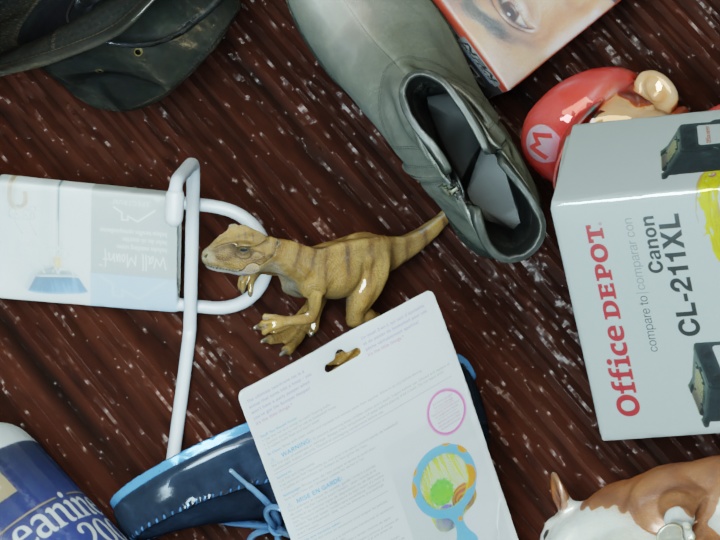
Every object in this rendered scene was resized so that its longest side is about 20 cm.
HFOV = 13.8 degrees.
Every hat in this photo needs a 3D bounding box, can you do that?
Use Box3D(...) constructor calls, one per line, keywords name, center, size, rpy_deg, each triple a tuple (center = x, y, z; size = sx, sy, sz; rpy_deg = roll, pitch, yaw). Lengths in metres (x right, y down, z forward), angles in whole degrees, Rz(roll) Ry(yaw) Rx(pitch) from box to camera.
Box3D(name="hat", center=(-0.123, -0.135, 1.597), size=(0.200, 0.200, 0.081), rpy_deg=(-40, 116, -9))

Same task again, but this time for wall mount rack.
Box3D(name="wall mount rack", center=(-0.149, 0.023, 1.560), size=(0.198, 0.075, 0.175), rpy_deg=(5, 109, 7))

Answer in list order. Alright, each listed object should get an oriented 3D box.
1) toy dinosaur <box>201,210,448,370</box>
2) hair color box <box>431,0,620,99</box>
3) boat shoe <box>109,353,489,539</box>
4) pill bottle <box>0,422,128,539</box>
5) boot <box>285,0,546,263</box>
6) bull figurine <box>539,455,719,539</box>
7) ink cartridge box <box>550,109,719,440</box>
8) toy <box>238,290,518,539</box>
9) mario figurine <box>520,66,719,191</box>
Box3D(name="toy dinosaur", center=(0.000, 0.000, 1.547), size=(0.060, 0.199, 0.107), rpy_deg=(40, 123, 28))
Box3D(name="hair color box", center=(0.116, -0.197, 1.597), size=(0.200, 0.064, 0.111), rpy_deg=(-40, 95, -8))
Box3D(name="boat shoe", center=(-0.027, 0.103, 1.512), size=(0.199, 0.084, 0.069), rpy_deg=(-21, 82, -4))
Box3D(name="pill bottle", center=(-0.180, 0.148, 1.492), size=(0.111, 0.111, 0.200), rpy_deg=(-42, 74, -10))
Box3D(name="boot", center=(0.033, -0.091, 1.494), size=(0.068, 0.131, 0.200), rpy_deg=(-37, 87, 0))
Box3D(name="bull figurine", center=(0.183, 0.128, 1.474), size=(0.199, 0.121, 0.066), rpy_deg=(-9, 104, -5))
Box3D(name="ink cartridge box", center=(0.205, -0.001, 1.468), size=(0.199, 0.147, 0.083), rpy_deg=(-6, 31, 17))
Box3D(name="toy", center=(0.012, 0.122, 1.474), size=(0.115, 0.047, 0.201), rpy_deg=(-28, 107, -23))
Box3D(name="mario figurine", center=(0.175, -0.038, 1.533), size=(0.199, 0.106, 0.124), rpy_deg=(21, 76, 10))
